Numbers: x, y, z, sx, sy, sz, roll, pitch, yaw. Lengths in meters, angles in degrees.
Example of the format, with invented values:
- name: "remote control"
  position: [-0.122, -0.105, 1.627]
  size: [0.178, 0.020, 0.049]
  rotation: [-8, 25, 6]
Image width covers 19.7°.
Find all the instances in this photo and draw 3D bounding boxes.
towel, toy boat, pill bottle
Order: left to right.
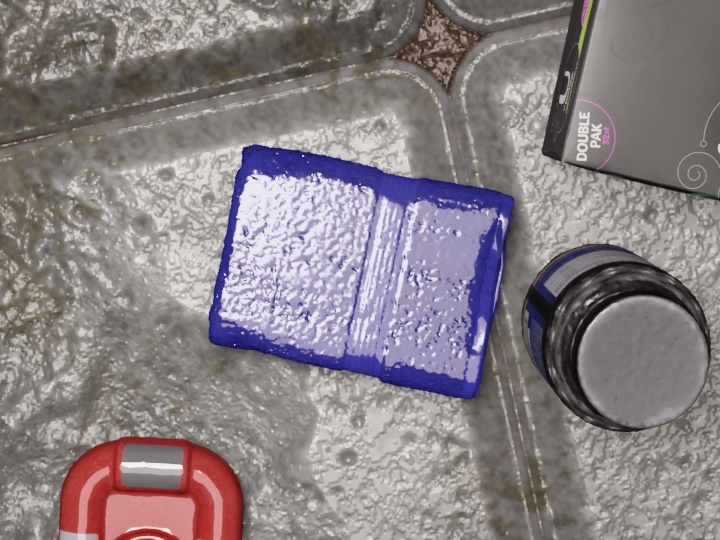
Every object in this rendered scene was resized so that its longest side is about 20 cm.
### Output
- name: "toy boat"
  position: [-0.148, 0.218, 1.423]
  size: [0.130, 0.131, 0.202]
  rotation: [3, 89, -2]
- name: "towel"
  position: [0.000, 0.000, 1.456]
  size: [0.199, 0.050, 0.149]
  rotation: [12, 89, -3]
- name: "pill bottle"
  position: [0.172, 0.046, 1.386]
  size: [0.111, 0.200, 0.113]
  rotation: [0, 97, -2]

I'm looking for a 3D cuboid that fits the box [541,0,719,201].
- name: "box"
  position: [0.238, -0.125, 1.406]
  size: [0.199, 0.124, 0.150]
  rotation: [13, 95, -3]
